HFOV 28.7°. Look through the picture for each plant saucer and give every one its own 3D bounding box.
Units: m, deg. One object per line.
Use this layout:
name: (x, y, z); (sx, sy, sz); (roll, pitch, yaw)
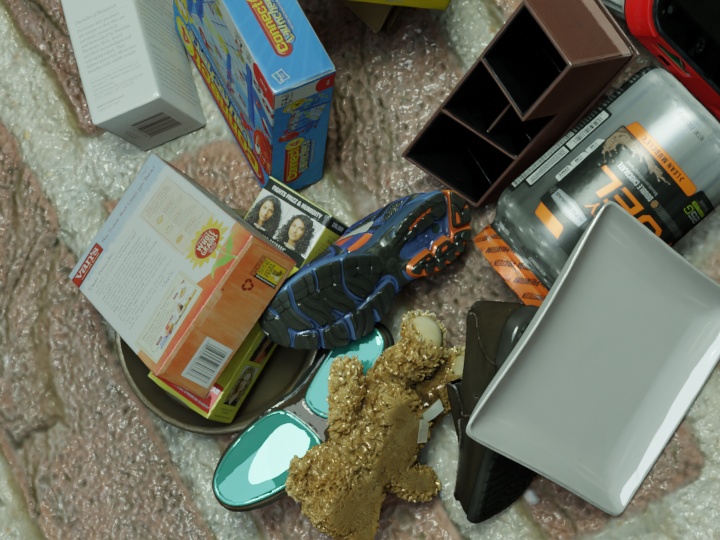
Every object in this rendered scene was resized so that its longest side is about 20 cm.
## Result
plant saucer: (-0.123, 0.045, 1.245); (0.199, 0.029, 0.201); (-3, 80, 18)

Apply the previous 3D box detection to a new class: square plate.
square plate: (0.188, 0.070, 1.075); (0.201, 0.198, 0.028); (-58, 37, 1)

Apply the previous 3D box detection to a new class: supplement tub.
supplement tub: (0.194, -0.055, 1.113); (0.200, 0.122, 0.123); (-42, 71, 8)

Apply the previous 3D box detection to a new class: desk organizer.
desk organizer: (0.121, -0.130, 1.116); (0.072, 0.077, 0.200); (58, 138, 18)

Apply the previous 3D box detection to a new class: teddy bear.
teddy bear: (0.019, 0.126, 1.141); (0.067, 0.145, 0.201); (18, 82, 52)

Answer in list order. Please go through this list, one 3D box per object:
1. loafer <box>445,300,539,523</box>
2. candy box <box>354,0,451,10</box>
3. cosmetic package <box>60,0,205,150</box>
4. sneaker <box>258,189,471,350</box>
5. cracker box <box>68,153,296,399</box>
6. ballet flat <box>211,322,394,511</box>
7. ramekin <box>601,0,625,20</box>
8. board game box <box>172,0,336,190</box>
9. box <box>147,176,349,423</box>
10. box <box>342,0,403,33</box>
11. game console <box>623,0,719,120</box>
loafer: (0.105, 0.107, 1.117); (0.071, 0.073, 0.201); (31, 123, 39)
candy box: (-0.027, -0.262, 1.110); (0.199, 0.026, 0.103); (4, 67, -14)
cosmetic package: (-0.215, -0.222, 1.282); (0.071, 0.101, 0.201); (-20, 74, 14)
sneaker: (0.000, 0.000, 1.169); (0.199, 0.078, 0.076); (-31, 110, -18)
cracker box: (-0.153, 0.000, 1.171); (0.134, 0.058, 0.200); (-55, 40, 3)
ballet flat: (-0.040, 0.127, 1.181); (0.200, 0.068, 0.068); (-45, 75, -4)
ramekin: (0.231, -0.293, 1.108); (0.105, 0.200, 0.201); (29, 90, 31)
board game box: (-0.095, -0.190, 1.186); (0.056, 0.196, 0.201); (-25, 72, -14)
box: (-0.095, 0.026, 1.198); (0.075, 0.050, 0.201); (33, 92, 21)
box: (-0.005, -0.332, 1.229); (0.200, 0.021, 0.164); (47, 123, 26)
game console: (0.292, -0.222, 1.079); (0.031, 0.200, 0.177); (26, 86, 47)
